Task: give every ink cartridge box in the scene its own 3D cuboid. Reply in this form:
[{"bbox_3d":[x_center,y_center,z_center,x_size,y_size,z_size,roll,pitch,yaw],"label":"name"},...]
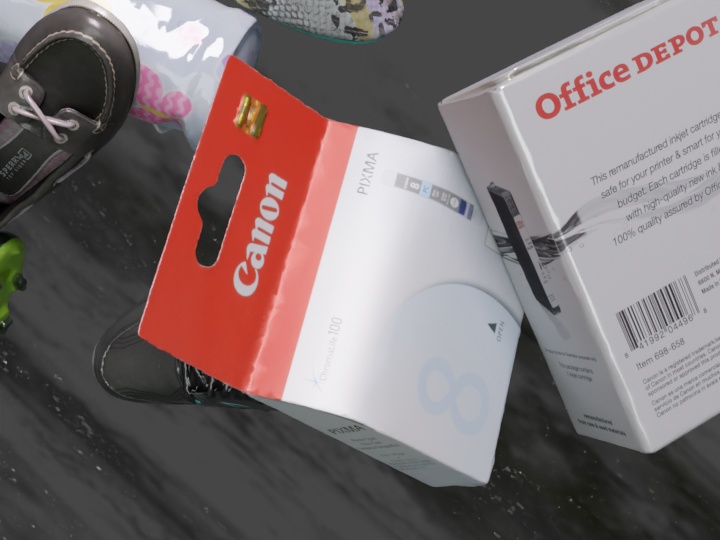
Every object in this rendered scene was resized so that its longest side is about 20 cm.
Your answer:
[{"bbox_3d":[0.000,0.000,0.724,0.199,0.047,0.161,30,63,-32],"label":"ink cartridge box"},{"bbox_3d":[0.149,-0.031,0.741,0.143,0.084,0.201,-27,100,-17],"label":"ink cartridge box"}]

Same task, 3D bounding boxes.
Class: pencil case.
[{"bbox_3d":[-0.152,-0.136,0.777,0.199,0.091,0.084,24,78,-1],"label":"pencil case"}]

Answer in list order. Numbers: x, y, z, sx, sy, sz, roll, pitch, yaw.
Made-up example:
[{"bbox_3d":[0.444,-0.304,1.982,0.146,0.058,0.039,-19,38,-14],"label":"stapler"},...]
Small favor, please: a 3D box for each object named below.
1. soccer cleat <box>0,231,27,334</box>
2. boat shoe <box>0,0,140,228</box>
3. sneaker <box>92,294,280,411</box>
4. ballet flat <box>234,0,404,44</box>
[{"bbox_3d":[-0.272,0.047,0.840,0.081,0.067,0.200,40,104,8],"label":"soccer cleat"},{"bbox_3d":[-0.174,-0.069,0.752,0.067,0.057,0.200,35,145,-15],"label":"boat shoe"},{"bbox_3d":[-0.062,0.043,0.808,0.198,0.079,0.076,-9,101,9],"label":"sneaker"},{"bbox_3d":[-0.066,-0.184,0.758,0.199,0.072,0.073,25,103,2],"label":"ballet flat"}]
